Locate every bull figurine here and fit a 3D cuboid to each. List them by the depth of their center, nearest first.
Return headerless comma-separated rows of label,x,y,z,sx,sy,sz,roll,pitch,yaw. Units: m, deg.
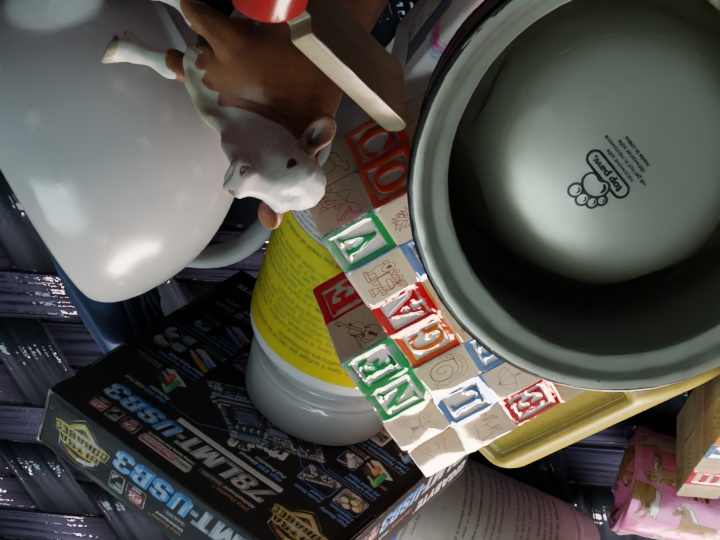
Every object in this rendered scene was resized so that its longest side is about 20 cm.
bull figurine,-0.046,-0.115,0.852,0.121,0.200,0.065,31,146,-7

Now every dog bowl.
dog bowl,0.114,-0.052,0.785,0.199,0.074,0.201,-3,112,-7

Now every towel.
towel,-0.166,0.002,1.146,0.048,0.112,0.200,-32,155,-11

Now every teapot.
teapot,-0.122,-0.087,0.962,0.146,0.198,0.200,-28,-178,-3

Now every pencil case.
pencil case,0.278,0.166,1.250,0.199,0.087,0.083,11,133,4

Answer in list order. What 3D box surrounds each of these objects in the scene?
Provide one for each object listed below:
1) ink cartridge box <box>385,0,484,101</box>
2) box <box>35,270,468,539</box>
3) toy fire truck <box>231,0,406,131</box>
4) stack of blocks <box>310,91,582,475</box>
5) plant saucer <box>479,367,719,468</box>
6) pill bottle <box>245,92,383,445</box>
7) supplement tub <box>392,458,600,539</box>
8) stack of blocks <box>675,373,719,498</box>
ink cartridge box,0.088,-0.109,0.892,0.117,0.068,0.200,23,145,-15
box,-0.058,0.099,1.084,0.200,0.198,0.050,32,127,18
toy fire truck,-0.004,-0.171,0.761,0.128,0.177,0.200,21,145,-4
stack of blocks,0.038,0.010,0.917,0.115,0.059,0.200,-28,136,5
plant saucer,0.090,0.043,1.115,0.200,0.049,0.200,43,139,-12
pill bottle,0.000,0.000,1.027,0.114,0.115,0.201,16,128,-5
supplement tub,0.066,0.206,1.339,0.199,0.132,0.132,26,145,-17
stack of blocks,0.276,0.093,1.122,0.115,0.059,0.200,5,157,0
